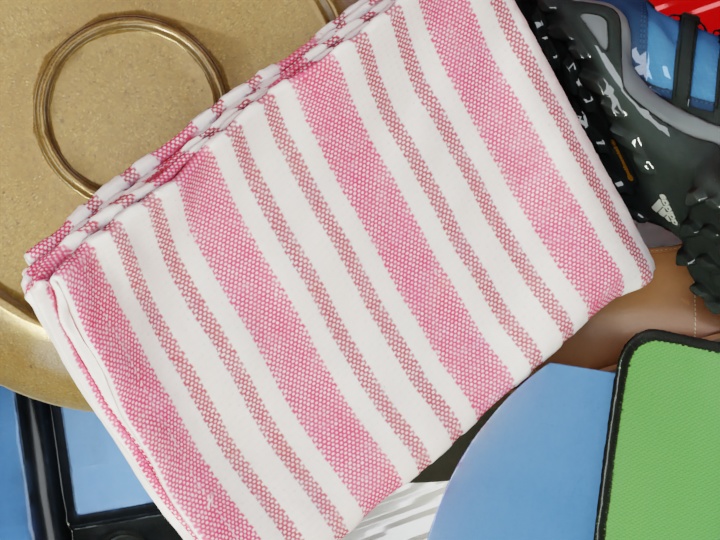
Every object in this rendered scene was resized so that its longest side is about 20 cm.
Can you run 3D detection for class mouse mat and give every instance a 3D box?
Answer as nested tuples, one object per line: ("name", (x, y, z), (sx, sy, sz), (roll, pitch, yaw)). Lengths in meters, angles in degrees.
("mouse mat", (0.167, 0.114, 0.919), (0.200, 0.008, 0.161), (11, 83, -24))

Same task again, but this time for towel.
("towel", (0.000, 0.000, 0.855), (0.200, 0.030, 0.146), (-39, 112, -18))

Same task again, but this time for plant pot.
("plant pot", (-0.078, -0.052, 0.874), (0.200, 0.027, 0.201), (1, 83, -8))

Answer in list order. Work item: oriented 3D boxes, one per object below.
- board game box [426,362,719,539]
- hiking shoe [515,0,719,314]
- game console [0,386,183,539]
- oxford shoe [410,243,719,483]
("board game box", (0.103, 0.118, 0.926), (0.200, 0.039, 0.158), (9, 91, -23))
("hiking shoe", (0.123, -0.056, 0.938), (0.087, 0.074, 0.200), (-27, 61, -26))
("game console", (-0.126, 0.033, 0.906), (0.176, 0.116, 0.200), (-13, 83, 38))
("oxford shoe", (0.057, 0.031, 0.943), (0.200, 0.071, 0.071), (-12, 69, -10))
